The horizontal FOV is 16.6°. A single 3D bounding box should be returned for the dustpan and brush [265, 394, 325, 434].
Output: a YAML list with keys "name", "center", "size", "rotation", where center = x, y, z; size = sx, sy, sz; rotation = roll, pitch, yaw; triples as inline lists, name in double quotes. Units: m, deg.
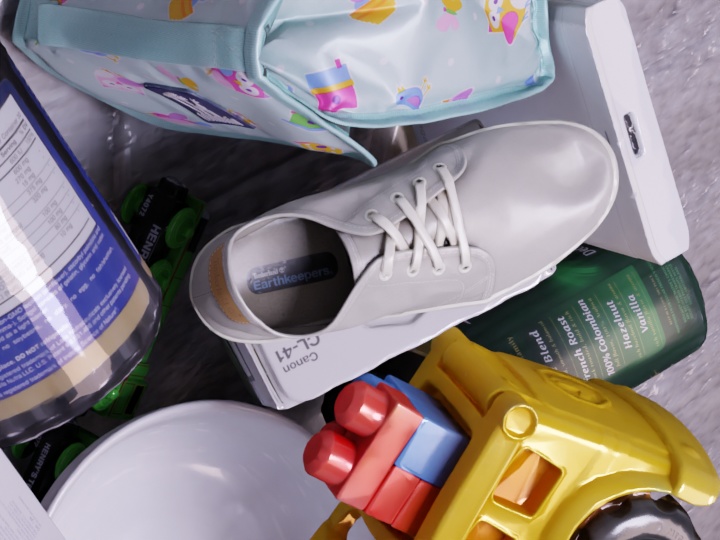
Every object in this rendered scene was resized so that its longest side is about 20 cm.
- name: "dustpan and brush"
  center: [-0.041, 0.100, 1.360]
  size: [0.139, 0.057, 0.200]
  rotation: [11, 130, -48]

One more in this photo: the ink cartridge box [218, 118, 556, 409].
- name: "ink cartridge box"
  center: [0.000, 0.000, 1.211]
  size: [0.147, 0.086, 0.200]
  rotation: [-27, 180, -7]

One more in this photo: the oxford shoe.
- name: "oxford shoe"
  center: [0.022, -0.015, 1.085]
  size: [0.199, 0.075, 0.058]
  rotation: [-17, 178, -8]

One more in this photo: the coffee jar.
- name: "coffee jar"
  center: [0.080, 0.049, 1.317]
  size: [0.200, 0.104, 0.086]
  rotation: [-31, 105, -25]

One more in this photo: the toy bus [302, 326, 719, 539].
- name: "toy bus"
  center: [0.042, 0.130, 1.181]
  size: [0.192, 0.136, 0.200]
  rotation: [24, 101, -28]

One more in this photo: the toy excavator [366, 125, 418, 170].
- name: "toy excavator"
  center: [0.034, -0.014, 1.379]
  size: [0.195, 0.100, 0.200]
  rotation: [-55, 138, -12]

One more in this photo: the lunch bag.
- name: "lunch bag"
  center: [-0.035, -0.118, 1.123]
  size: [0.200, 0.170, 0.122]
  rotation: [-23, 116, -42]

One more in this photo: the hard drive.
- name: "hard drive"
  center: [0.080, -0.082, 1.231]
  size: [0.026, 0.200, 0.132]
  rotation: [-28, 113, -23]

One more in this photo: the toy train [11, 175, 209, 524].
- name: "toy train"
  center: [-0.127, 0.046, 1.245]
  size: [0.200, 0.042, 0.056]
  rotation: [-64, 156, 4]

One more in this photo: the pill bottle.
- name: "pill bottle"
  center: [-0.174, -0.034, 1.014]
  size: [0.112, 0.112, 0.200]
  rotation: [-44, 119, -24]

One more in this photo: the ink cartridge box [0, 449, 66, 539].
- name: "ink cartridge box"
  center: [-0.183, 0.103, 1.052]
  size: [0.044, 0.094, 0.200]
  rotation: [-61, 149, -26]

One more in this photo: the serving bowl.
- name: "serving bowl"
  center: [-0.087, 0.164, 1.235]
  size: [0.200, 0.066, 0.201]
  rotation: [1, 87, -29]
